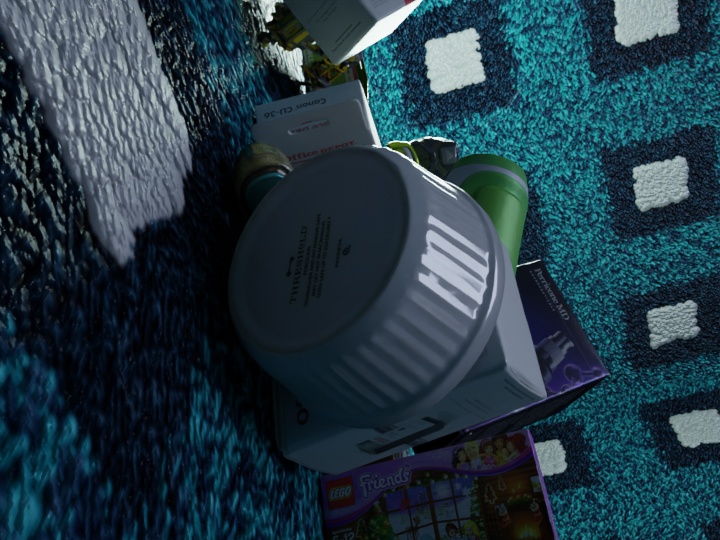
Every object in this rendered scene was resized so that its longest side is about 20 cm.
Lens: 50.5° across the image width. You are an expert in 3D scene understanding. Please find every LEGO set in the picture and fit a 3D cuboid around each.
[{"bbox_3d":[-0.085,-0.311,0.958,0.153,0.115,0.201,10,60,-50],"label":"LEGO set"}]

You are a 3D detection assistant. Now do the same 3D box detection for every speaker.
[{"bbox_3d":[0.103,-0.005,0.709,0.089,0.088,0.201,64,37,-61],"label":"speaker"}]

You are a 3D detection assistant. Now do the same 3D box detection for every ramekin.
[{"bbox_3d":[-0.006,0.003,0.545,0.094,0.202,0.203,37,36,-45],"label":"ramekin"}]

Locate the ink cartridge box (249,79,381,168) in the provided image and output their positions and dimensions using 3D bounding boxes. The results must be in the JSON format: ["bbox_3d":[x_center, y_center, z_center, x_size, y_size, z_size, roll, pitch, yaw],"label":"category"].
[{"bbox_3d":[-0.038,-0.128,0.812,0.200,0.116,0.068,66,12,-61],"label":"ink cartridge box"}]

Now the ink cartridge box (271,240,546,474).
[{"bbox_3d":[0.029,0.060,0.609,0.085,0.199,0.146,37,36,-47],"label":"ink cartridge box"}]

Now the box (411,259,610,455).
[{"bbox_3d":[0.129,0.093,0.794,0.149,0.199,0.104,62,-31,22],"label":"box"}]

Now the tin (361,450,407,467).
[{"bbox_3d":[0.035,0.231,0.790,0.112,0.042,0.201,-86,162,-80],"label":"tin"}]

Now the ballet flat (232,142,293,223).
[{"bbox_3d":[-0.063,-0.031,0.679,0.201,0.070,0.071,70,10,-45],"label":"ballet flat"}]

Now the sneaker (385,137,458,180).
[{"bbox_3d":[0.075,-0.118,0.901,0.200,0.080,0.074,-79,157,-83],"label":"sneaker"}]

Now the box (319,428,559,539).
[{"bbox_3d":[0.068,0.230,0.667,0.039,0.199,0.138,52,24,-59],"label":"box"}]

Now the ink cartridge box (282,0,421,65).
[{"bbox_3d":[-0.035,-0.354,0.866,0.200,0.083,0.145,51,44,-5],"label":"ink cartridge box"}]

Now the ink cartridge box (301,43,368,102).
[{"bbox_3d":[-0.037,-0.264,1.071,0.200,0.075,0.149,92,-12,-69],"label":"ink cartridge box"}]
